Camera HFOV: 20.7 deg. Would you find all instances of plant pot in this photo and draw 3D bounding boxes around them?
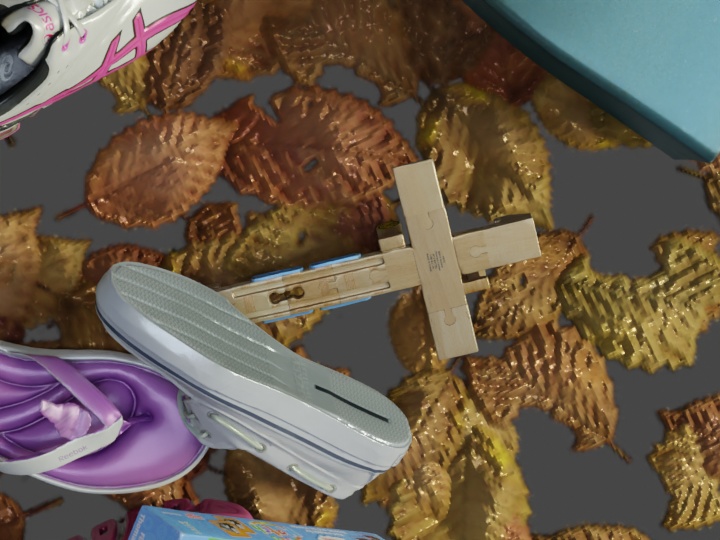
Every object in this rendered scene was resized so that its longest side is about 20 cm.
[{"bbox_3d":[0.128,-0.170,1.042,0.200,0.141,0.141,32,94,-2],"label":"plant pot"}]

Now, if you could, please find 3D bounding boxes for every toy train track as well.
[{"bbox_3d":[0.000,0.000,1.107,0.200,0.033,0.115,-13,107,2],"label":"toy train track"}]

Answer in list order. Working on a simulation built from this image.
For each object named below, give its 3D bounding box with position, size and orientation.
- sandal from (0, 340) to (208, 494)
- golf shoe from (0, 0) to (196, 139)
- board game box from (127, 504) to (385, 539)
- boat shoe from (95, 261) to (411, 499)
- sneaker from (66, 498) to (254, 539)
[{"bbox_3d":[-0.181,0.079,1.088,0.203,0.050,0.083,13,97,-8],"label":"sandal"},{"bbox_3d":[-0.151,-0.131,1.040,0.200,0.092,0.073,-39,99,-1],"label":"golf shoe"},{"bbox_3d":[-0.069,0.208,1.063,0.200,0.037,0.151,16,99,-53],"label":"board game box"},{"bbox_3d":[-0.068,0.070,1.076,0.200,0.074,0.067,32,115,-18],"label":"boat shoe"},{"bbox_3d":[-0.143,0.194,1.099,0.200,0.074,0.087,-23,100,3],"label":"sneaker"}]
